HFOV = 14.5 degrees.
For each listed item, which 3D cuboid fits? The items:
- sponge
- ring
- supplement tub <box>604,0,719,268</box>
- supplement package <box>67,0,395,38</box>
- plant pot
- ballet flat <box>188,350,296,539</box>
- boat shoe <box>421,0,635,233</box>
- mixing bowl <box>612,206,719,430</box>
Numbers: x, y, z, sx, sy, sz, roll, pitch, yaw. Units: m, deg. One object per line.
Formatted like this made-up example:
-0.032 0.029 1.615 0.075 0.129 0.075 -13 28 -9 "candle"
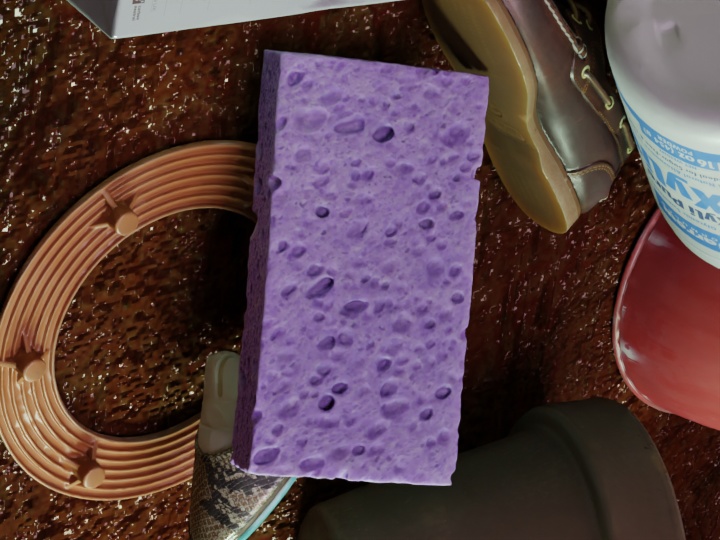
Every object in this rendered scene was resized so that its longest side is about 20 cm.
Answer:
0.000 0.000 1.349 0.111 0.030 0.201 4 93 -26 "sponge"
-0.090 0.029 1.377 0.200 0.019 0.201 -21 131 -27 "ring"
0.198 -0.088 1.416 0.132 0.132 0.200 -44 156 -6 "supplement tub"
-0.042 -0.180 1.198 0.199 0.114 0.110 -12 127 -36 "supplement package"
0.061 0.171 1.503 0.174 0.200 0.201 -2 122 -17 "plant pot"
-0.030 0.045 1.389 0.200 0.068 0.075 -46 117 -13 "ballet flat"
0.086 -0.103 1.398 0.070 0.070 0.200 -44 145 -13 "boat shoe"
0.252 0.021 1.596 0.200 0.108 0.201 -22 130 -28 "mixing bowl"
